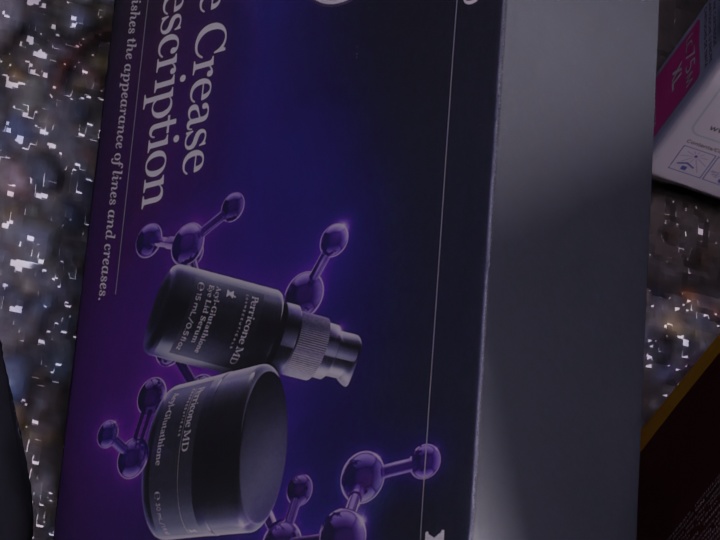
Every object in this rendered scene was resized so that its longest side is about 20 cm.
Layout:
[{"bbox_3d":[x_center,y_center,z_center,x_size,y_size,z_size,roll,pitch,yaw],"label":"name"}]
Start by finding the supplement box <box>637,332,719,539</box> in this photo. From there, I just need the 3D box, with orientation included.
[{"bbox_3d":[0.188,0.087,0.780,0.197,0.200,0.133,36,106,-5],"label":"supplement box"}]

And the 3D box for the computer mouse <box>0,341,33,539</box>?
[{"bbox_3d":[-0.146,0.015,0.783,0.138,0.053,0.201,-17,79,-25],"label":"computer mouse"}]

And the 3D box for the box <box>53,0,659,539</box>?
[{"bbox_3d":[0.000,0.000,0.784,0.079,0.141,0.201,30,58,-49],"label":"box"}]

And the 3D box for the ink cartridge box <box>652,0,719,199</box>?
[{"bbox_3d":[0.176,-0.082,0.854,0.119,0.200,0.042,18,50,-14],"label":"ink cartridge box"}]
